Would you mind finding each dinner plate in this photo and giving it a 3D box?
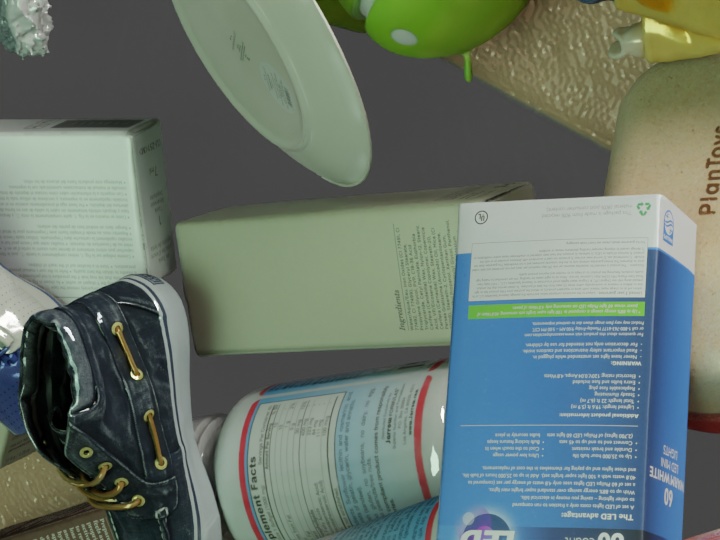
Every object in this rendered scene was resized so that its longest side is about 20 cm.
[{"bbox_3d":[-0.061,-0.127,1.223,0.200,0.024,0.200,48,162,21],"label":"dinner plate"}]

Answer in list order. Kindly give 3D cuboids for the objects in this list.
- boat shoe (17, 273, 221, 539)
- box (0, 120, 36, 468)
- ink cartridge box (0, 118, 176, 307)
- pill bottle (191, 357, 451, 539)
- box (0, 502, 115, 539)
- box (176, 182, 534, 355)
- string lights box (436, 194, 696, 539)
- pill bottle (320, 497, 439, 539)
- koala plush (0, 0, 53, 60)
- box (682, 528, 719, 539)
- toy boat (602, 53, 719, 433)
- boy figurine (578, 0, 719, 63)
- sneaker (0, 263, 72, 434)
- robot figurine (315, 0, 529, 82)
[{"bbox_3d":[-0.138,0.107,1.242,0.071,0.091,0.201,2,104,42],"label":"boat shoe"},{"bbox_3d":[-0.217,0.015,1.393,0.082,0.068,0.200,26,113,21],"label":"box"},{"bbox_3d":[-0.204,-0.001,1.319,0.200,0.044,0.174,1,107,22],"label":"ink cartridge box"},{"bbox_3d":[-0.011,0.114,1.276,0.200,0.109,0.109,-10,97,32],"label":"pill bottle"},{"bbox_3d":[-0.159,0.194,1.402,0.200,0.075,0.100,-19,92,33],"label":"box"},{"bbox_3d":[0.000,0.000,1.257,0.200,0.068,0.082,-2,101,31],"label":"box"},{"bbox_3d":[0.095,0.070,1.034,0.103,0.059,0.200,-1,76,26],"label":"string lights box"},{"bbox_3d":[0.040,0.173,1.144,0.200,0.109,0.109,-24,89,31],"label":"pill bottle"},{"bbox_3d":[-0.238,-0.230,1.300,0.177,0.184,0.200,23,124,24],"label":"koala plush"},{"bbox_3d":[0.125,0.221,1.229,0.200,0.103,0.095,-22,91,31],"label":"box"},{"bbox_3d":[0.193,-0.008,1.126,0.130,0.131,0.200,-2,59,27],"label":"toy boat"},{"bbox_3d":[0.152,-0.138,1.080,0.200,0.064,0.124,22,146,3],"label":"boy figurine"},{"bbox_3d":[-0.244,0.012,1.251,0.081,0.115,0.200,-31,92,27],"label":"sneaker"},{"bbox_3d":[0.017,-0.197,1.180,0.200,0.116,0.175,51,133,9],"label":"robot figurine"}]
